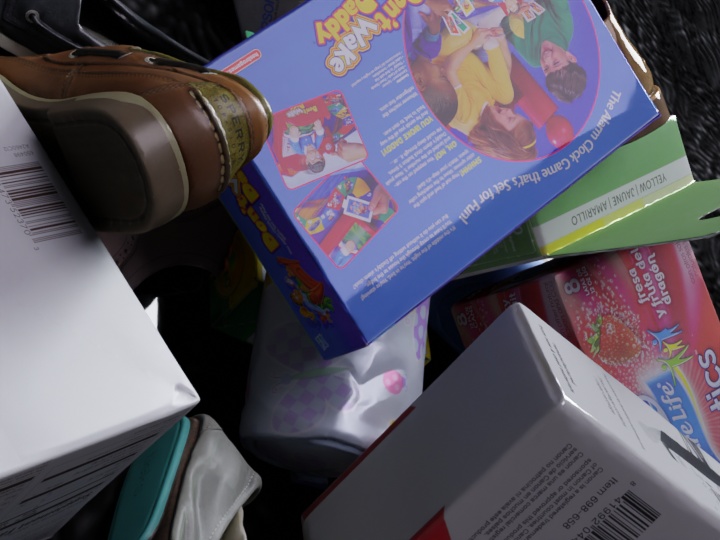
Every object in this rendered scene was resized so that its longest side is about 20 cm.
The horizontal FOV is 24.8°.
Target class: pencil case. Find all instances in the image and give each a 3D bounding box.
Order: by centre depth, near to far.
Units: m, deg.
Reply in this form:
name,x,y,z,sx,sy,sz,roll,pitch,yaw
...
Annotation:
name,x,y,z,sx,sy,sz,roll,pitch,yaw
pencil case,0.000,0.000,0.779,0.090,0.083,0.202,10,74,-5

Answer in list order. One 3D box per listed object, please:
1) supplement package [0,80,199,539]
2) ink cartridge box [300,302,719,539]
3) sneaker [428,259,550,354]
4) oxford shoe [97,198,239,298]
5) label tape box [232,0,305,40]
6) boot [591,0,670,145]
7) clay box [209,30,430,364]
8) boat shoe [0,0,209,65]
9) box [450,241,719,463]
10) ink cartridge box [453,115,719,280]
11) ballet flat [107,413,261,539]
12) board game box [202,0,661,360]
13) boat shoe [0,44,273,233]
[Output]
name,x,y,z,sx,sy,sz,roll,pitch,yaw
supplement package,-0.186,0.011,0.598,0.155,0.111,0.201,-16,69,-55
ink cartridge box,0.095,0.134,0.718,0.199,0.144,0.084,37,17,-25
sneaker,0.115,0.058,0.948,0.199,0.077,0.112,32,26,-37
oxford shoe,-0.084,-0.027,0.792,0.199,0.071,0.073,-33,89,-38
label tape box,-0.011,-0.177,1.036,0.198,0.064,0.144,19,31,12
boot,0.101,-0.116,0.895,0.076,0.073,0.200,66,-12,-15
clay box,-0.027,-0.035,0.902,0.114,0.048,0.201,26,38,-29
boat shoe,-0.143,-0.132,0.838,0.199,0.066,0.075,42,23,-11
box,0.140,0.088,0.857,0.095,0.099,0.202,-22,92,-31
ink cartridge box,0.131,-0.043,0.846,0.145,0.199,0.048,-24,98,-43
ballet flat,-0.081,0.133,0.642,0.064,0.067,0.201,47,31,-16
board game box,0.027,-0.072,0.735,0.199,0.045,0.135,-36,97,-28
boat shoe,-0.110,-0.056,0.677,0.068,0.199,0.073,-29,119,-31
